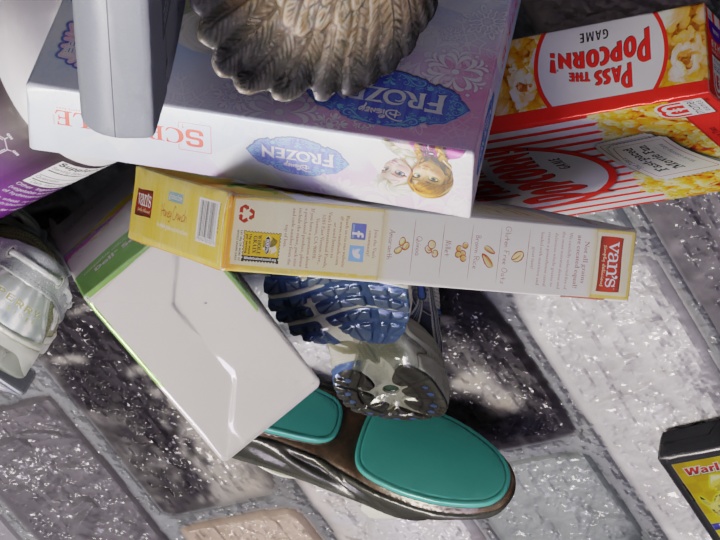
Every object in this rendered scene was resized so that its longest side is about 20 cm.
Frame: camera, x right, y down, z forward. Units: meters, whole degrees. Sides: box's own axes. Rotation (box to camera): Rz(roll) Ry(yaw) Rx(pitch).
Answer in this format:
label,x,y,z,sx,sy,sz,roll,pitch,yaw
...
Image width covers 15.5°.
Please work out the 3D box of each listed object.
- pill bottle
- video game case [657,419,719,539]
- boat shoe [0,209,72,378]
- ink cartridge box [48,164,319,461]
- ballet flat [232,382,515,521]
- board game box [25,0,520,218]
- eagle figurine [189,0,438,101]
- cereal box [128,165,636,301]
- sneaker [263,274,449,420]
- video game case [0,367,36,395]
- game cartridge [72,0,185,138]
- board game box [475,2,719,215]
label,x,y,z,sx,sy,sz,roll,pitch,yaw
pill bottle,-0.178,-0.090,1.333,0.199,0.113,0.112,-23,125,34
video game case,0.296,0.137,1.497,0.199,0.026,0.181,-14,130,30
boat shoe,-0.181,0.003,1.401,0.074,0.202,0.065,36,95,-8
ink cartridge box,-0.098,0.013,1.392,0.067,0.200,0.117,-40,108,-2
ballet flat,-0.005,0.103,1.527,0.199,0.068,0.069,21,148,10
board game box,-0.029,-0.120,1.195,0.198,0.200,0.041,8,136,7
eagle figurine,-0.002,-0.185,1.116,0.151,0.201,0.151,36,131,-21
cereal box,0.008,-0.016,1.215,0.198,0.040,0.144,6,-176,-21
sneaker,0.000,0.000,1.384,0.076,0.086,0.200,-1,150,12
video game case,-0.266,0.018,1.463,0.142,0.019,0.200,36,168,-20
game cartridge,-0.089,-0.159,1.085,0.040,0.201,0.134,2,139,5
board game box,0.097,-0.069,1.275,0.199,0.047,0.151,-9,163,25
